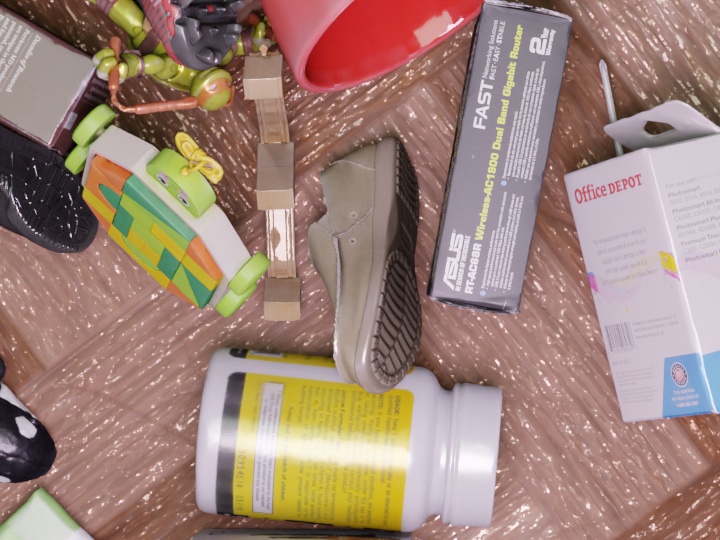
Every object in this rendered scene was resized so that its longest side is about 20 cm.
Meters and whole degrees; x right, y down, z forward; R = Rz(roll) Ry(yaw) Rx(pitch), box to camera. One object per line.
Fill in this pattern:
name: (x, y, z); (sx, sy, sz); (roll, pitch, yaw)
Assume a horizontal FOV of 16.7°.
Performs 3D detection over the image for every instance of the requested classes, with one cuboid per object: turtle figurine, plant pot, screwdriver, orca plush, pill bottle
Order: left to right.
orca plush: (-0.303, 0.084, 1.689); (0.200, 0.071, 0.105); (44, 91, 2)
turtle figurine: (-0.128, -0.163, 1.669); (0.161, 0.200, 0.064); (50, 135, 19)
pill bottle: (-0.007, 0.117, 1.657); (0.199, 0.114, 0.115); (6, 90, 2)
plant pot: (-0.003, -0.246, 1.628); (0.200, 0.200, 0.178); (-32, 77, 2)
screwdriver: (0.186, -0.046, 1.690); (0.028, 0.029, 0.201); (-11, 95, 2)

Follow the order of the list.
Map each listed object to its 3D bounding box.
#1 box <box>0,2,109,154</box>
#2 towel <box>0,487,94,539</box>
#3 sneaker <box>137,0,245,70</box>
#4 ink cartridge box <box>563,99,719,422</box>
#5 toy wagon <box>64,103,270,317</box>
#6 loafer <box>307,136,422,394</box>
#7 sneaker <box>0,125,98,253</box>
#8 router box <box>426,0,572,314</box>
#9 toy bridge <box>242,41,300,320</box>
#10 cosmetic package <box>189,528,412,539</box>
box: (-0.272, -0.158, 1.674); (0.200, 0.100, 0.075); (32, 91, 1)
towel: (-0.206, 0.271, 1.703); (0.149, 0.031, 0.200); (-42, 89, -4)
sneaker: (-0.139, -0.218, 1.612); (0.098, 0.071, 0.201); (-24, 77, 35)
ink cartridge box: (0.230, -0.013, 1.625); (0.125, 0.128, 0.201); (-13, 90, -22)
toy wagon: (-0.128, -0.042, 1.620); (0.155, 0.200, 0.040); (43, 74, 1)
loafer: (0.000, 0.000, 1.652); (0.068, 0.076, 0.201); (-11, 48, 19)
sneaker: (-0.280, -0.074, 1.692); (0.200, 0.104, 0.060); (37, 64, -31)
router box: (0.091, -0.072, 1.636); (0.062, 0.150, 0.201); (10, 91, 1)
toy bridge: (-0.058, -0.066, 1.657); (0.027, 0.067, 0.201); (-2, 124, 2)
cosmetic package: (-0.041, 0.202, 1.615); (0.150, 0.200, 0.052); (-2, 89, 1)
